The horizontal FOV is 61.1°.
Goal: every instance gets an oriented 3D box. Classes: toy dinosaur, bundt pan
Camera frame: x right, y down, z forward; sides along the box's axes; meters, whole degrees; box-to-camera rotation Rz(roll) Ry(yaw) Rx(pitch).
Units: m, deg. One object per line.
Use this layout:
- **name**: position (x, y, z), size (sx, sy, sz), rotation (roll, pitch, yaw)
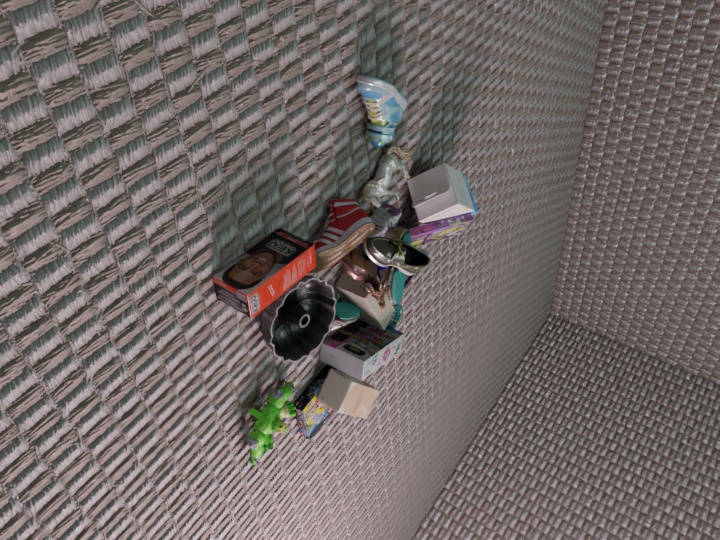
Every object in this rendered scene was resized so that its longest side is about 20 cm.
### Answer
- **toy dinosaur**: position (0.000, 0.000, 1.463), size (0.197, 0.137, 0.086), rotation (25, 127, -28)
- **bundt pan**: position (-0.148, 0.097, 1.372), size (0.200, 0.075, 0.206), rotation (-29, 132, -38)

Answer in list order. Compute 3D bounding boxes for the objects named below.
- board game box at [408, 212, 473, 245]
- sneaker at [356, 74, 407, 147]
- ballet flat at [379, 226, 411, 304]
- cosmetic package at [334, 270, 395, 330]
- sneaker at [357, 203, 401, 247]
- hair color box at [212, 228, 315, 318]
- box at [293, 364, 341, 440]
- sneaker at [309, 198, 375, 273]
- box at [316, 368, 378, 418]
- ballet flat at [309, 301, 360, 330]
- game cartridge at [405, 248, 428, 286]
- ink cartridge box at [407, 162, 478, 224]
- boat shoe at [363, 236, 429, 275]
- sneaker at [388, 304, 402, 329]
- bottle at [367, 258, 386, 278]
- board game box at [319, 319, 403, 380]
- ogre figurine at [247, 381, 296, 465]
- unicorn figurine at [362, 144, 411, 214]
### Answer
- **board game box**: position (0.217, -0.113, 1.766), size (0.196, 0.033, 0.120), rotation (-15, 171, -16)
- **sneaker**: position (0.038, -0.357, 1.392), size (0.199, 0.078, 0.133), rotation (11, 99, -61)
- **ballet flat**: position (0.084, -0.017, 1.581), size (0.067, 0.074, 0.205), rotation (-17, 120, -51)
- **cosmetic package**: position (0.015, 0.073, 1.631), size (0.072, 0.104, 0.201), rotation (-58, 152, -18)
- **sneaker**: position (0.035, -0.096, 1.578), size (0.199, 0.080, 0.090), rotation (-36, 147, -46)
- **hair color box**: position (-0.188, 0.001, 1.225), size (0.200, 0.100, 0.062), rotation (-42, 144, -39)
- **box**: position (-0.103, 0.347, 1.684), size (0.200, 0.037, 0.139), rotation (-47, 145, -34)
- **sneaker**: position (-0.072, -0.086, 1.419), size (0.198, 0.113, 0.071), rotation (-33, 150, 1)
- **box**: position (-0.032, 0.342, 1.682), size (0.097, 0.077, 0.200), rotation (-64, 152, -4)
- **ballet flat**: position (-0.082, 0.123, 1.547), size (0.198, 0.069, 0.072), rotation (-2, 134, -54)
- **game cartridge**: position (0.125, 0.034, 1.810), size (0.201, 0.038, 0.130), rotation (-51, 180, -29)
- **ink cartridge box**: position (0.230, -0.210, 1.729), size (0.199, 0.127, 0.128), rotation (8, 62, -61)
- **boat shoe**: position (0.088, -0.042, 1.464), size (0.200, 0.060, 0.074), rotation (20, 58, -44)
- **sneaker**: position (0.070, 0.154, 1.790), size (0.201, 0.077, 0.091), rotation (-55, 175, 39)
- **bottle**: position (0.072, -0.019, 1.685), size (0.083, 0.066, 0.199), rotation (-32, 172, 33)
- **board game box**: position (0.005, 0.207, 1.662), size (0.199, 0.145, 0.066), rotation (-26, 129, -51)
- **ogre figurine**: position (-0.217, 0.358, 1.444), size (0.200, 0.098, 0.120), rotation (-44, 165, -10)
- **unicorn figurine**: position (0.062, -0.223, 1.548), size (0.136, 0.073, 0.205), rotation (20, 78, -53)
